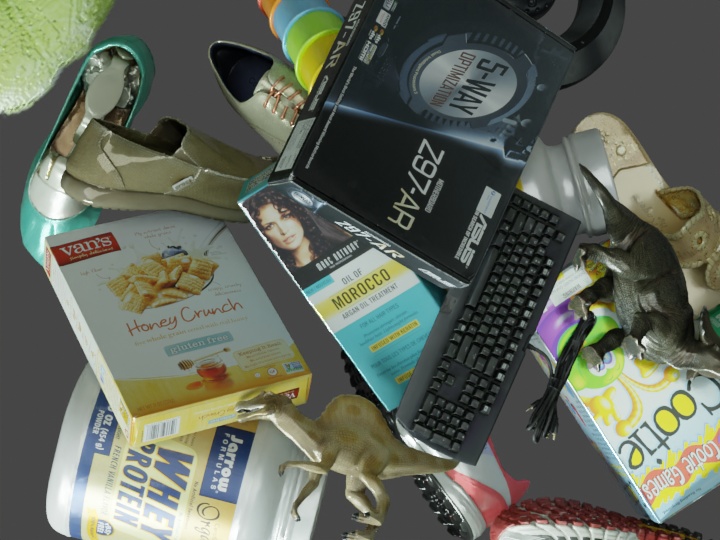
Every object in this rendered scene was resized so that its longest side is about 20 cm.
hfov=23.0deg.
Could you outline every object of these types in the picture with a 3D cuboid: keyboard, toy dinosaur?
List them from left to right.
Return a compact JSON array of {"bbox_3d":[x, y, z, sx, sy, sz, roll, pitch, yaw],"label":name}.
[{"bbox_3d":[0.004,0.142,1.292,0.200,0.058,0.101,19,60,-26],"label":"toy dinosaur"},{"bbox_3d":[0.115,0.050,1.305,0.127,0.021,0.200,26,83,-19],"label":"keyboard"},{"bbox_3d":[0.207,0.015,1.307,0.102,0.077,0.200,-19,74,-35],"label":"toy dinosaur"}]

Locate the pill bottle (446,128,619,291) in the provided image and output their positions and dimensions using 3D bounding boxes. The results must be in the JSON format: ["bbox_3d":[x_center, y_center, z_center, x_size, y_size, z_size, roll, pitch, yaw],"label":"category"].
[{"bbox_3d":[0.098,-0.045,1.378,0.200,0.111,0.112,-14,87,6],"label":"pill bottle"}]

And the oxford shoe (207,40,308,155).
[{"bbox_3d":[-0.050,-0.116,1.364,0.200,0.074,0.071,33,89,37],"label":"oxford shoe"}]

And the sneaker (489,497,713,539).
[{"bbox_3d":[0.195,0.232,1.379,0.200,0.078,0.082,17,93,-10],"label":"sneaker"}]

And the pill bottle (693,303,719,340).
[{"bbox_3d":[0.365,0.039,1.382,0.200,0.113,0.113,-33,87,-2],"label":"pill bottle"}]

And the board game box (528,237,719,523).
[{"bbox_3d":[0.212,0.082,1.384,0.103,0.105,0.200,-33,88,-3],"label":"board game box"}]

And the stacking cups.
[{"bbox_3d":[-0.037,-0.186,1.367,0.060,0.200,0.061,-9,125,-13],"label":"stacking cups"}]

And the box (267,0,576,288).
[{"bbox_3d":[0.046,-0.111,1.263,0.160,0.044,0.200,31,76,-21],"label":"box"}]

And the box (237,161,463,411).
[{"bbox_3d":[0.000,0.000,1.311,0.082,0.049,0.200,-32,106,15],"label":"box"}]

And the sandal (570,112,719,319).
[{"bbox_3d":[0.244,-0.039,1.408,0.078,0.070,0.212,-39,88,-2],"label":"sandal"}]

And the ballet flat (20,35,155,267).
[{"bbox_3d":[-0.224,-0.099,1.411,0.067,0.070,0.200,23,87,4],"label":"ballet flat"}]

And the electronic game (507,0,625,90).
[{"bbox_3d":[0.119,-0.231,1.402,0.200,0.042,0.200,8,66,-18],"label":"electronic game"}]

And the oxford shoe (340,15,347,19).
[{"bbox_3d":[0.024,-0.161,1.374,0.073,0.084,0.200,-37,48,-18],"label":"oxford shoe"}]

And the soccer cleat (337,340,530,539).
[{"bbox_3d":[0.055,0.115,1.408,0.073,0.068,0.200,-33,87,-18],"label":"soccer cleat"}]

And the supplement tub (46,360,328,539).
[{"bbox_3d":[-0.127,0.154,1.360,0.200,0.144,0.145,14,87,1],"label":"supplement tub"}]

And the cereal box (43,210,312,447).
[{"bbox_3d":[-0.142,0.035,1.344,0.144,0.040,0.200,-14,50,-24],"label":"cereal box"}]

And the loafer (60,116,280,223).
[{"bbox_3d":[-0.131,-0.081,1.377,0.200,0.076,0.068,0,113,-27],"label":"loafer"}]
